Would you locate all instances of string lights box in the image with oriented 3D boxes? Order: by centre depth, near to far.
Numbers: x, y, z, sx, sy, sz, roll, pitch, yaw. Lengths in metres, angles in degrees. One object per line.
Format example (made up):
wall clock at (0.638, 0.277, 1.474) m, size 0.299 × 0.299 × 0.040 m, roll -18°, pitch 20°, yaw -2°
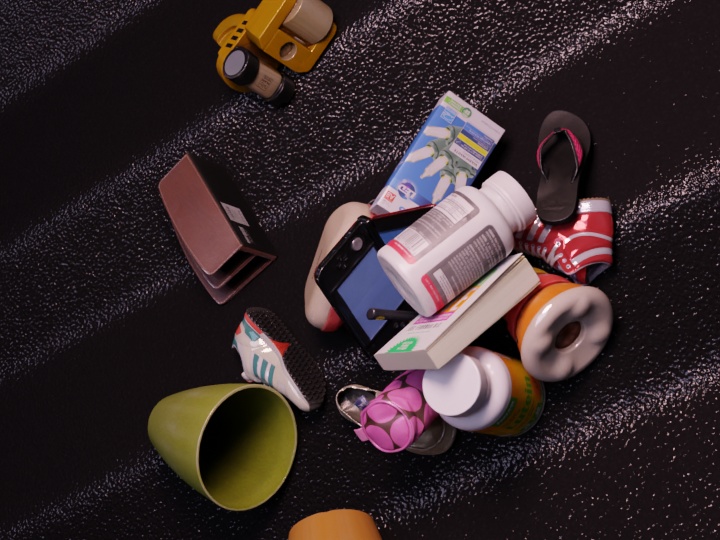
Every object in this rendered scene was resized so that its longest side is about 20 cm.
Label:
string lights box at (0.110, -0.143, 1.744) m, size 0.103 × 0.059 × 0.200 m, roll 33°, pitch 77°, yaw -6°

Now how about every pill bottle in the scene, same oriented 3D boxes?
pill bottle at (0.130, -0.040, 1.595) m, size 0.200 × 0.111 × 0.111 m, roll -38°, pitch 62°, yaw -8°
pill bottle at (0.162, 0.161, 1.625) m, size 0.111 × 0.200 × 0.112 m, roll -6°, pitch 77°, yaw 28°

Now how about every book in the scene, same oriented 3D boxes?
book at (0.125, 0.060, 1.600) m, size 0.048 × 0.200 × 0.133 m, roll 56°, pitch 153°, yaw -13°

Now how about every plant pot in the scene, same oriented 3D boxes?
plant pot at (-0.027, 0.442, 1.692) m, size 0.200 × 0.200 × 0.184 m, roll -29°, pitch 52°, yaw 21°
plant pot at (-0.231, 0.250, 1.858) m, size 0.200 × 0.187 × 0.188 m, roll 8°, pitch 83°, yaw 47°

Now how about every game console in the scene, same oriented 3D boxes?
game console at (0.060, 0.022, 1.700) m, size 0.119 × 0.200 × 0.172 m, roll 18°, pitch 60°, yaw 45°

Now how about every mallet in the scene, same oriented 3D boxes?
mallet at (0.088, 0.071, 1.692) m, size 0.066 × 0.199 × 0.041 m, roll -49°, pitch 48°, yaw 48°

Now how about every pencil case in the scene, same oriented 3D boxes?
pencil case at (0.074, 0.172, 1.682) m, size 0.094 × 0.200 × 0.091 m, roll -36°, pitch 89°, yaw 39°

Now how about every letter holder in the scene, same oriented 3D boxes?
letter holder at (-0.253, -0.062, 1.966) m, size 0.142 × 0.100 × 0.200 m, roll -41°, pitch 63°, yaw 18°

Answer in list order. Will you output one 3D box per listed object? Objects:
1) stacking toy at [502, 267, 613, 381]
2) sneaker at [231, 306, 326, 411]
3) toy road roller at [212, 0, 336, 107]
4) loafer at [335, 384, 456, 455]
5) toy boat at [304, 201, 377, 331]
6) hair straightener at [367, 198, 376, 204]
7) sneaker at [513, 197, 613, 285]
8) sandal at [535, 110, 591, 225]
stacking toy at (0.237, 0.045, 1.673) m, size 0.146 × 0.146 × 0.200 m, roll -54°, pitch 41°, yaw 9°
sneaker at (-0.131, 0.154, 1.880) m, size 0.200 × 0.070 × 0.093 m, roll 51°, pitch 123°, yaw 25°
toy road roller at (-0.153, -0.378, 1.966) m, size 0.200 × 0.123 × 0.146 m, roll -51°, pitch 50°, yaw 11°
loafer at (0.043, 0.215, 1.758) m, size 0.199 × 0.068 × 0.076 m, roll 13°, pitch 86°, yaw 31°
toy boat at (0.000, 0.000, 1.805) m, size 0.131 × 0.130 × 0.200 m, roll -97°, pitch 24°, yaw -60°
hair straightener at (0.080, -0.081, 1.823) m, size 0.199 × 0.041 × 0.077 m, roll -4°, pitch 78°, yaw 33°
sneaker at (0.255, -0.028, 1.688) m, size 0.199 × 0.071 × 0.113 m, roll -11°, pitch 71°, yaw 25°
sandal at (0.276, -0.152, 1.681) m, size 0.075 × 0.045 × 0.200 m, roll -6°, pitch 51°, yaw 22°
